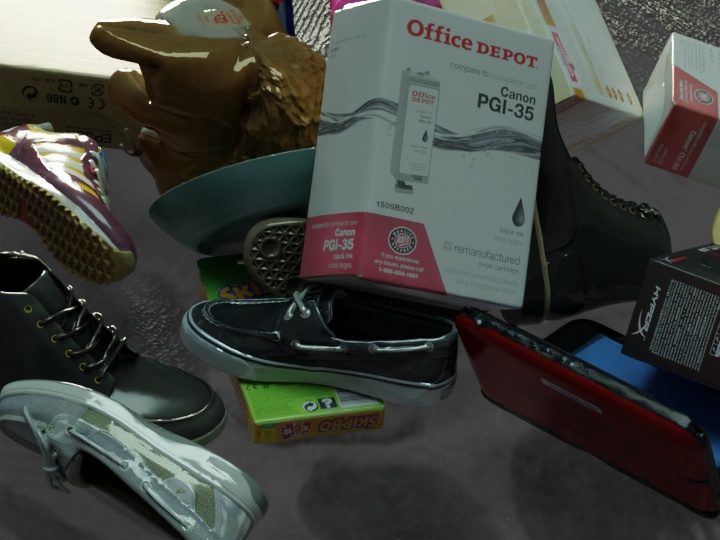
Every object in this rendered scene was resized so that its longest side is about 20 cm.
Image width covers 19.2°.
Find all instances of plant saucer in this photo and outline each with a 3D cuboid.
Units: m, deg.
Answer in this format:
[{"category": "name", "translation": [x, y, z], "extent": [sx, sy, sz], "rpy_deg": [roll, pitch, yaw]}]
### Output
[{"category": "plant saucer", "translation": [-0.058, -0.046, 1.595], "extent": [0.200, 0.200, 0.036], "rpy_deg": [-9, 78, -16]}]

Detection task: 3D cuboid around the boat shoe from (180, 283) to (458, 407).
[{"category": "boat shoe", "translation": [-0.028, 0.041, 1.491], "extent": [0.200, 0.068, 0.072], "rpy_deg": [13, 37, 11]}]

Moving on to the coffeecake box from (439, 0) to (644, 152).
[{"category": "coffeecake box", "translation": [0.143, -0.184, 1.714], "extent": [0.073, 0.154, 0.200], "rpy_deg": [-26, -11, 21]}]

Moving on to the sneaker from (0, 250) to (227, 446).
[{"category": "sneaker", "translation": [-0.188, 0.058, 1.465], "extent": [0.200, 0.106, 0.075], "rpy_deg": [13, 37, 13]}]

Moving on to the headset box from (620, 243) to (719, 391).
[{"category": "headset box", "translation": [0.306, 0.051, 1.497], "extent": [0.200, 0.075, 0.149], "rpy_deg": [22, 15, 24]}]

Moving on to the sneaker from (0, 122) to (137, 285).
[{"category": "sneaker", "translation": [-0.221, -0.063, 1.659], "extent": [0.090, 0.075, 0.200], "rpy_deg": [-30, 48, -30]}]

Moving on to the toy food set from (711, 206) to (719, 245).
[{"category": "toy food set", "translation": [0.388, -0.031, 1.637], "extent": [0.198, 0.049, 0.200], "rpy_deg": [38, 69, 21]}]

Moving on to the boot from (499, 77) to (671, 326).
[{"category": "boot", "translation": [0.170, -0.064, 1.606], "extent": [0.138, 0.200, 0.077], "rpy_deg": [-5, 12, -18]}]

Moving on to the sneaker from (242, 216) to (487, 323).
[{"category": "sneaker", "translation": [0.000, 0.000, 1.582], "extent": [0.200, 0.071, 0.076], "rpy_deg": [13, 9, -21]}]

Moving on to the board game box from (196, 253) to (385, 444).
[{"category": "board game box", "translation": [-0.055, 0.050, 1.555], "extent": [0.095, 0.030, 0.200], "rpy_deg": [-6, 40, -15]}]

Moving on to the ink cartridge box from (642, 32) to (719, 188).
[{"category": "ink cartridge box", "translation": [0.337, -0.111, 1.750], "extent": [0.200, 0.068, 0.117], "rpy_deg": [18, 37, -6]}]

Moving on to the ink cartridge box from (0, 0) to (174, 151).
[{"category": "ink cartridge box", "translation": [-0.260, -0.182, 1.820], "extent": [0.200, 0.075, 0.165], "rpy_deg": [7, 35, 7]}]

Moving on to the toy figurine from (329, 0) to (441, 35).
[{"category": "toy figurine", "translation": [0.044, -0.178, 1.718], "extent": [0.150, 0.184, 0.200], "rpy_deg": [9, 29, 36]}]

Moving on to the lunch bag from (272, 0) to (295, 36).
[{"category": "lunch bag", "translation": [-0.135, -0.303, 1.889], "extent": [0.094, 0.200, 0.151], "rpy_deg": [-24, 44, -32]}]

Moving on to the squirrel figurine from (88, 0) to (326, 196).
[{"category": "squirrel figurine", "translation": [-0.103, -0.111, 1.645], "extent": [0.200, 0.187, 0.142], "rpy_deg": [24, 42, 16]}]

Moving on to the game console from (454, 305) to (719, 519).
[{"category": "game console", "translation": [0.188, 0.072, 1.473], "extent": [0.200, 0.172, 0.119], "rpy_deg": [27, 68, 30]}]

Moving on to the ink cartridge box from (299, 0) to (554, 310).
[{"category": "ink cartridge box", "translation": [0.047, -0.081, 1.503], "extent": [0.146, 0.200, 0.083], "rpy_deg": [11, -7, -31]}]

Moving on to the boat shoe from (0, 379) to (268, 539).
[{"category": "boat shoe", "translation": [-0.160, 0.132, 1.398], "extent": [0.202, 0.074, 0.065], "rpy_deg": [24, 63, 16]}]
